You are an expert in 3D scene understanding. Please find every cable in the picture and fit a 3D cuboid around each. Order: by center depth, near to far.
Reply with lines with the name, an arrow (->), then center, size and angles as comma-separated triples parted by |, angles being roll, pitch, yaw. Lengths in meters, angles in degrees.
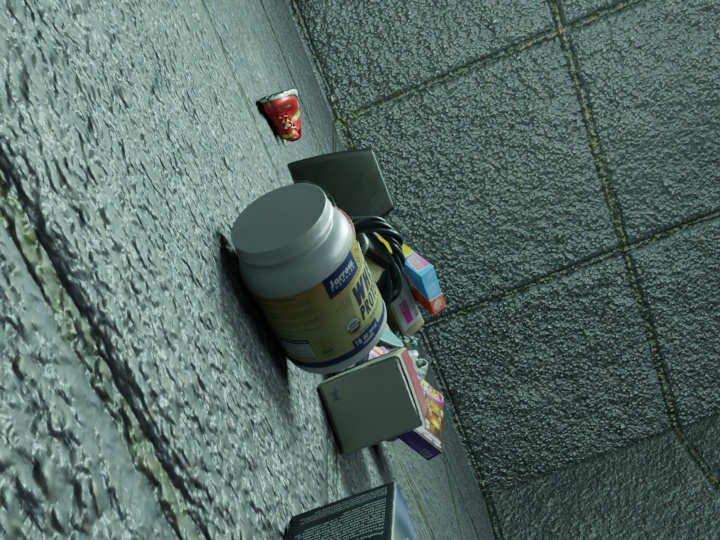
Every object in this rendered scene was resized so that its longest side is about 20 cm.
cable -> 0.000, 0.000, 1.470 | 0.051, 0.161, 0.203 | -92, 178, -74

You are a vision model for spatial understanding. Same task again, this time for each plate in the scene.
plate -> -0.018, 0.079, 1.363 | 0.199, 0.026, 0.200 | 33, 4, -2

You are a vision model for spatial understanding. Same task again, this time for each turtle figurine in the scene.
turtle figurine -> 0.056, 0.130, 1.908 | 0.151, 0.100, 0.200 | 61, -6, 9

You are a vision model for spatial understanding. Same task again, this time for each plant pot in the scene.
plant pot -> -0.029, -0.169, 1.788 | 0.200, 0.176, 0.202 | -62, 131, -83

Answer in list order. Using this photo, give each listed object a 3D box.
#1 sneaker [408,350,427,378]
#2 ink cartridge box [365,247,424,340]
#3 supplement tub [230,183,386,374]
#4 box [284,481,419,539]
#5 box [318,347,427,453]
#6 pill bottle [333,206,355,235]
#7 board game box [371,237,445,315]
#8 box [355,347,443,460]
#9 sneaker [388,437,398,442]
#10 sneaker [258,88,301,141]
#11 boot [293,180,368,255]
sneaker -> 0.142, 0.290, 2.173 | 0.075, 0.099, 0.201 | -107, 175, -53
ink cartridge box -> 0.057, 0.052, 2.032 | 0.164, 0.075, 0.201 | 34, -24, 46
supplement tub -> -0.062, 0.011, 1.005 | 0.145, 0.143, 0.201 | -103, 171, -52
box -> 0.013, 0.328, 0.719 | 0.198, 0.122, 0.202 | -67, 135, -80
box -> 0.025, 0.193, 1.266 | 0.200, 0.127, 0.110 | 13, 56, -83
pill bottle -> -0.069, -0.053, 1.328 | 0.200, 0.108, 0.111 | -35, 104, -84
board game box -> 0.111, 0.000, 1.974 | 0.200, 0.040, 0.154 | 40, -18, 40
box -> 0.070, 0.230, 1.486 | 0.200, 0.039, 0.138 | 40, 32, -23
sneaker -> 0.054, 0.259, 1.594 | 0.113, 0.071, 0.201 | 59, 10, -46
sneaker -> -0.148, -0.307, 1.667 | 0.200, 0.076, 0.086 | 23, 52, -82
boot -> -0.069, -0.060, 1.581 | 0.204, 0.073, 0.154 | 46, -27, 22
